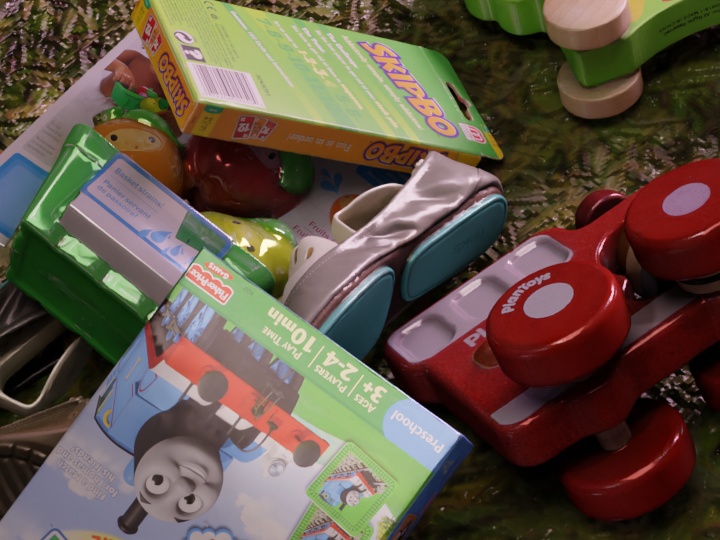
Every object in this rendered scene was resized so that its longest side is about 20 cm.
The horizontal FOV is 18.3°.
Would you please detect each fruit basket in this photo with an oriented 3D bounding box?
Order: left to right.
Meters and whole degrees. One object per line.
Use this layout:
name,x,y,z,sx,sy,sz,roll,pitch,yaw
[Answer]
fruit basket,-0.082,-0.043,1.169,0.185,0.094,0.200,39,62,6

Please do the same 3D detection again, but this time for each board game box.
board game box,-0.069,0.114,0.996,0.151,0.037,0.200,35,86,16
board game box,-0.020,-0.097,1.196,0.199,0.030,0.096,6,41,-33

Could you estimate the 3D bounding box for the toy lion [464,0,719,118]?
toy lion,0.155,-0.183,1.265,0.199,0.069,0.192,-19,43,0

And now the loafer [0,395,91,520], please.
loafer,-0.127,0.098,1.099,0.199,0.076,0.067,-17,6,28

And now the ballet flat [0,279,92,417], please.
ballet flat,-0.204,0.061,1.165,0.200,0.068,0.068,-40,61,-16

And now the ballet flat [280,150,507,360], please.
ballet flat,0.000,0.000,1.122,0.064,0.068,0.200,29,41,22

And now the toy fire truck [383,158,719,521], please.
toy fire truck,0.122,0.015,1.093,0.200,0.112,0.168,-36,31,-10
